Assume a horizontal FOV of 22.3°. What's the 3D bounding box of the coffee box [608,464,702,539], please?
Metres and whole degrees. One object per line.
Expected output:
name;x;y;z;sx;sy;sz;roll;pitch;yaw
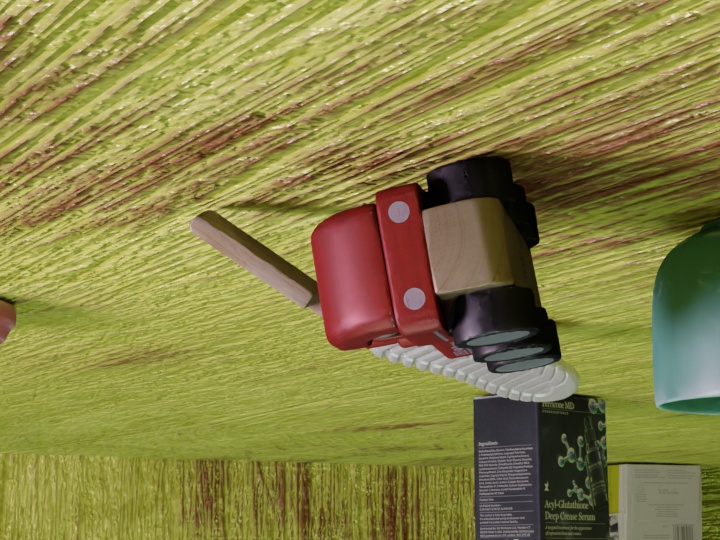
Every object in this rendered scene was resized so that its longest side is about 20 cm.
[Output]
coffee box;0.575;0.508;3.812;0.199;0.201;0.198;5;170;-28

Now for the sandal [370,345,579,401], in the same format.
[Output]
sandal;0.105;0.065;1.601;0.202;0.050;0.082;17;150;-19

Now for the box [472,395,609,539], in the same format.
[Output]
box;0.227;0.259;2.291;0.107;0.201;0.148;-10;168;42

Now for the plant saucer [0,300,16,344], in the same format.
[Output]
plant saucer;-0.383;0.051;1.494;0.199;0.051;0.201;0;170;0

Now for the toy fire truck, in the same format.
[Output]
toy fire truck;0.000;0.000;1.038;0.199;0.129;0.176;-12;168;10

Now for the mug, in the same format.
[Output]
mug;0.272;0.029;1.153;0.184;0.115;0.152;6;169;-36
